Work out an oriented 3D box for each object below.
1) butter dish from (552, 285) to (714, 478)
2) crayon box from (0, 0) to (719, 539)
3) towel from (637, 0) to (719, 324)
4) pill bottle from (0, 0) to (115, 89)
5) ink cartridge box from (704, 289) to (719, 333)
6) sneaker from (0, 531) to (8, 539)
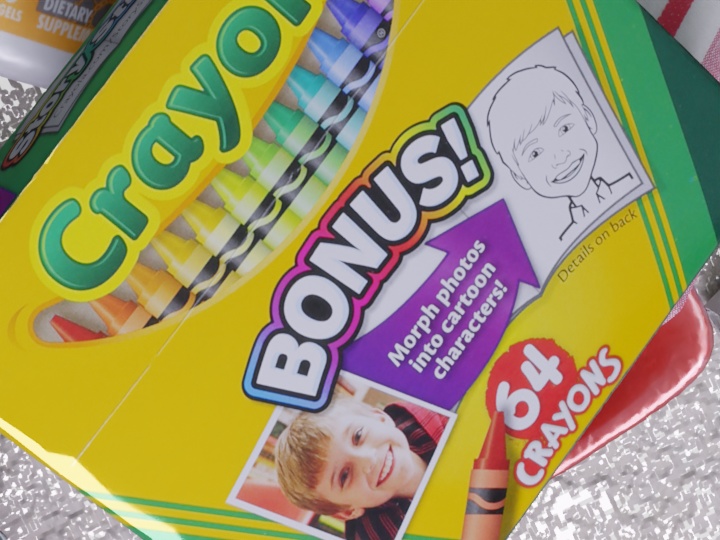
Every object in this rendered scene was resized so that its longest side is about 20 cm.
[{"bbox_3d":[-0.013,0.011,0.712,0.199,0.148,0.200,-32,94,16],"label":"butter dish"},{"bbox_3d":[-0.005,-0.011,0.605,0.172,0.058,0.201,40,83,-24],"label":"crayon box"},{"bbox_3d":[0.051,-0.091,0.661,0.199,0.023,0.145,31,84,-24],"label":"towel"},{"bbox_3d":[-0.106,-0.172,0.774,0.115,0.116,0.202,19,98,-4],"label":"pill bottle"},{"bbox_3d":[0.250,0.001,0.824,0.200,0.083,0.147,-44,97,5],"label":"ink cartridge box"},{"bbox_3d":[-0.189,0.164,0.814,0.199,0.060,0.105,-23,118,27],"label":"sneaker"}]
